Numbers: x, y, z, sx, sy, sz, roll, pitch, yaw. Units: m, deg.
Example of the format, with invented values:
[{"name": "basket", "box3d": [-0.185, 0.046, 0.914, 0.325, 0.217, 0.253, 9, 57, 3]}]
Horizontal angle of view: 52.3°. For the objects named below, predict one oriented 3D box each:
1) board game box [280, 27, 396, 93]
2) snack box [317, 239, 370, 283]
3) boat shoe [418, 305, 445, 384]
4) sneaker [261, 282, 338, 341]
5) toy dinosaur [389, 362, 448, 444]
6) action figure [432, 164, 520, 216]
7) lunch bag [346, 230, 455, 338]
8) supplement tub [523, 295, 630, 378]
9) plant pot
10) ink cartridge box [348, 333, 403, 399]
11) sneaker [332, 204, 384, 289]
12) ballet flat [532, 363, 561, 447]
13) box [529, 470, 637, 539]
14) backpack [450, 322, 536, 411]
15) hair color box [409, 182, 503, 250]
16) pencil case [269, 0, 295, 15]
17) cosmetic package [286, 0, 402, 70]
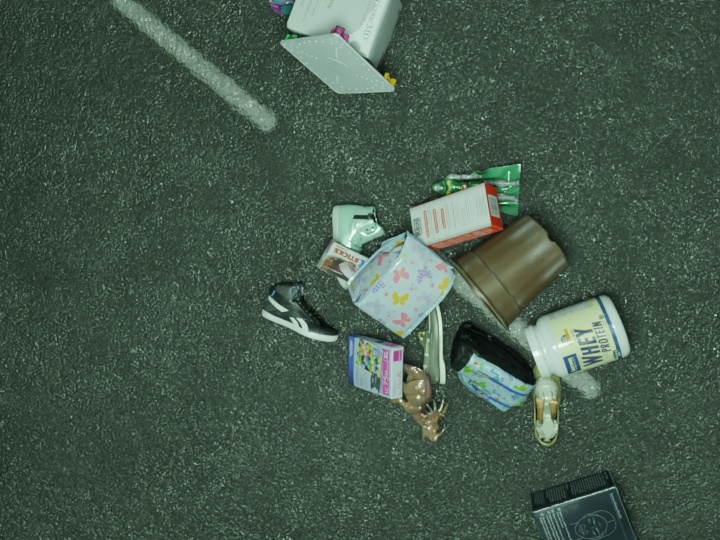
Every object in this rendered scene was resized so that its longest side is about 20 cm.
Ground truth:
[{"name": "board game box", "box3d": [-0.047, -0.458, 1.612, 0.200, 0.200, 0.026, 14, 75, 47]}, {"name": "snack box", "box3d": [0.000, 0.000, 1.715, 0.199, 0.024, 0.072, 25, 100, -27]}, {"name": "boat shoe", "box3d": [0.166, 0.170, 1.729, 0.060, 0.072, 0.203, -3, 99, 6]}, {"name": "sneaker", "box3d": [-0.136, 0.091, 1.775, 0.199, 0.073, 0.112, 20, 100, 9]}, {"name": "toy dinosaur", "box3d": [0.138, 0.287, 1.699, 0.135, 0.086, 0.201, 3, 110, 42]}, {"name": "action figure", "box3d": [0.264, -0.187, 1.689, 0.199, 0.055, 0.119, 3, 99, 14]}, {"name": "lunch bag", "box3d": [0.097, 0.024, 1.676, 0.169, 0.127, 0.200, 34, 109, -28]}, {"name": "supplement tub", "box3d": [0.479, 0.152, 1.634, 0.199, 0.145, 0.146, -21, 91, 11]}, {"name": "plant pot", "box3d": [0.338, -0.006, 1.628, 0.198, 0.200, 0.200, -39, 88, 4]}, {"name": "ink cartridge box", "box3d": [0.024, 0.220, 1.714, 0.042, 0.200, 0.120, -3, 97, -34]}, {"name": "sneaker", "box3d": [-0.002, -0.057, 1.733, 0.118, 0.074, 0.202, -2, 93, 17]}, {"name": "ballet flat", "box3d": [0.431, 0.311, 1.698, 0.070, 0.071, 0.201, 0, 95, 10]}, {"name": "box", "box3d": [0.511, 0.573, 1.688, 0.199, 0.107, 0.149, -21, 91, 12]}, {"name": "backpack", "box3d": [0.303, 0.226, 1.678, 0.199, 0.163, 0.154, 19, 107, 1]}, {"name": "hair color box", "box3d": [0.213, -0.116, 1.649, 0.199, 0.061, 0.102, -16, 75, 35]}, {"name": "pencil case", "box3d": [-0.176, -0.705, 1.699, 0.092, 0.085, 0.201, -9, 94, -16]}, {"name": "cosmetic package", "box3d": [-0.031, -0.571, 1.645, 0.199, 0.165, 0.166, 22, 99, 7]}]
